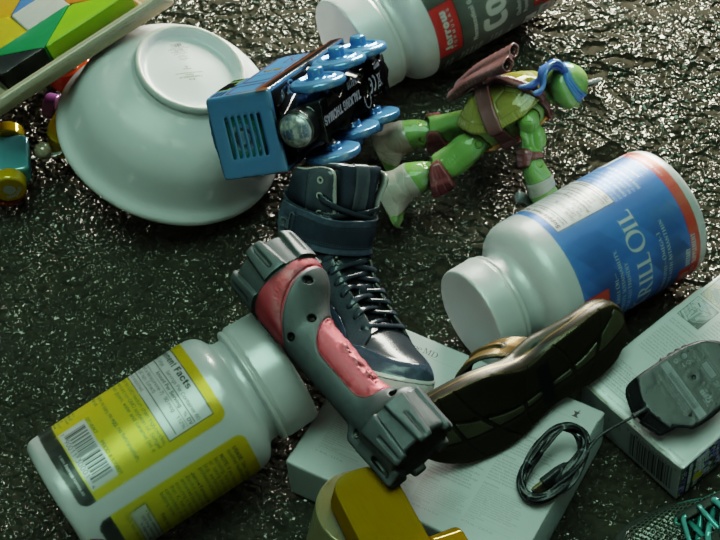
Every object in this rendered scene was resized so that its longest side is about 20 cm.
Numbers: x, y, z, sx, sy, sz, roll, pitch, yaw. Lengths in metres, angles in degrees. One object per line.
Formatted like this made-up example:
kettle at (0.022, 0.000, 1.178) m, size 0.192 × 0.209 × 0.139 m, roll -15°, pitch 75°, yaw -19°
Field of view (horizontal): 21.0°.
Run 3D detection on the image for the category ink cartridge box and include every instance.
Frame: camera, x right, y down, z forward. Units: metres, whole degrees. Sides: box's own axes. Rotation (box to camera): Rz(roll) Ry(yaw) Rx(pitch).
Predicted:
ink cartridge box at (0.280, 0.076, 1.517) m, size 0.200 × 0.050 × 0.109 m, roll -35°, pitch 59°, yaw -21°

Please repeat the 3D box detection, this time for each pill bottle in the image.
pill bottle at (-0.139, 0.124, 1.457) m, size 0.199 × 0.114 × 0.114 m, roll -32°, pitch 58°, yaw -9°
pill bottle at (0.167, -0.006, 1.538) m, size 0.199 × 0.113 × 0.112 m, roll -29°, pitch 57°, yaw -21°
pill bottle at (0.068, -0.241, 1.723) m, size 0.199 × 0.114 × 0.114 m, roll -31°, pitch 58°, yaw -18°

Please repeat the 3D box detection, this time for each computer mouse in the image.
computer mouse at (0.200, 0.115, 1.448) m, size 0.199 × 0.034 × 0.059 m, roll -29°, pitch 74°, yaw -10°

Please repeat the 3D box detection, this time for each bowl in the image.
bowl at (-0.153, -0.143, 1.645) m, size 0.200 × 0.091 × 0.202 m, roll 11°, pitch 51°, yaw -14°

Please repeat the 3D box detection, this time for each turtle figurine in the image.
turtle figurine at (0.117, -0.095, 1.639) m, size 0.193 × 0.200 × 0.145 m, roll -19°, pitch 75°, yaw 15°

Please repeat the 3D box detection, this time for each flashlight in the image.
flashlight at (-0.012, 0.059, 1.395) m, size 0.068 × 0.068 × 0.200 m, roll -24°, pitch 57°, yaw -34°

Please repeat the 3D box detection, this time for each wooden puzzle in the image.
wooden puzzle at (-0.276, -0.216, 1.686) m, size 0.185 × 0.037 × 0.200 m, roll -35°, pitch 32°, yaw -12°

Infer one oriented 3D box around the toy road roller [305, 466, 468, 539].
toy road roller at (0.059, 0.232, 1.381) m, size 0.145 × 0.123 × 0.200 m, roll -15°, pitch 53°, yaw -25°

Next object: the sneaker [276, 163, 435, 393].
sneaker at (-0.002, 0.000, 1.474) m, size 0.077 × 0.147 × 0.202 m, roll 5°, pitch 21°, yaw -44°

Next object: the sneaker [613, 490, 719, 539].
sneaker at (0.277, 0.179, 1.416) m, size 0.199 × 0.091 × 0.078 m, roll -14°, pitch 53°, yaw -6°

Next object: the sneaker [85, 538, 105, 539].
sneaker at (-0.118, 0.257, 1.386) m, size 0.090 × 0.075 × 0.200 m, roll -39°, pitch 83°, yaw -26°

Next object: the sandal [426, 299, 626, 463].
sandal at (0.111, 0.076, 1.453) m, size 0.200 × 0.082 × 0.055 m, roll -33°, pitch 42°, yaw -19°

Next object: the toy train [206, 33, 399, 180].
toy train at (-0.043, -0.136, 1.579) m, size 0.114 × 0.087 × 0.200 m, roll -5°, pitch 18°, yaw 21°

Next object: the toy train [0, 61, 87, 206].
toy train at (-0.295, -0.130, 1.709) m, size 0.150 × 0.056 × 0.200 m, roll 35°, pitch 60°, yaw 27°

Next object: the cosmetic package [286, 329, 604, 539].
cosmetic package at (0.066, 0.139, 1.485) m, size 0.199 × 0.052 × 0.151 m, roll 23°, pitch 60°, yaw 20°
